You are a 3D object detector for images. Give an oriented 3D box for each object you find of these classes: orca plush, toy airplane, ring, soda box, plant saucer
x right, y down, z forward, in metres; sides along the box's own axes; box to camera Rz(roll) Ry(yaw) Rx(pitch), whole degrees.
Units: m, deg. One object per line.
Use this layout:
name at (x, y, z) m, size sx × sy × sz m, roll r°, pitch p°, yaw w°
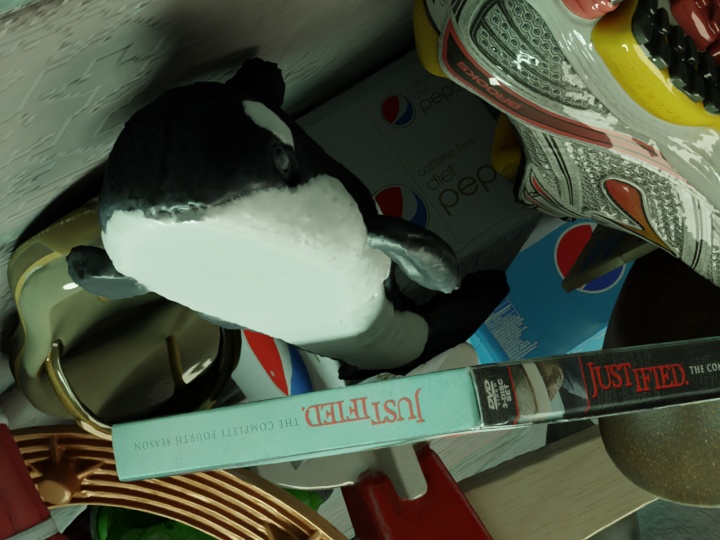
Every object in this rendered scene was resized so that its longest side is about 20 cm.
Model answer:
orca plush at (-0.013, -0.024, 0.802) m, size 0.105 × 0.071 × 0.200 m, roll -7°, pitch 164°, yaw 33°
toy airplane at (0.025, 0.126, 1.141) m, size 0.141 × 0.199 × 0.200 m, roll 138°, pitch -31°, yaw -73°
ring at (-0.075, 0.132, 1.032) m, size 0.200 × 0.200 × 0.019 m, roll -44°, pitch -165°, yaw 43°
soda box at (0.000, 0.000, 0.987) m, size 0.064 × 0.068 × 0.200 m, roll -32°, pitch 169°, yaw -20°
soda box at (0.127, -0.014, 1.355) m, size 0.200 × 0.064 × 0.068 m, roll -32°, pitch 170°, yaw -16°
plant saucer at (0.164, 0.000, 1.069) m, size 0.200 × 0.037 × 0.201 m, roll -30°, pitch -151°, yaw 18°

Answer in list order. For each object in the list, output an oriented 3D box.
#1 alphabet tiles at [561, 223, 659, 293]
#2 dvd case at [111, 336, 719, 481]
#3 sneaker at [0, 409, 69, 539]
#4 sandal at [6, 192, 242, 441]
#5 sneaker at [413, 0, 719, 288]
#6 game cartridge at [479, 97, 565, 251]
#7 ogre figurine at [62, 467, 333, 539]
alphabet tiles at (0.176, -0.076, 1.116) m, size 0.200 × 0.008 × 0.167 m, roll -30°, pitch -163°, yaw 43°
dvd case at (0.042, 0.040, 0.911) m, size 0.146 × 0.022 × 0.200 m, roll -11°, pitch 177°, yaw 41°
sneaker at (-0.150, 0.126, 0.956) m, size 0.071 × 0.113 × 0.200 m, roll -25°, pitch 166°, yaw -41°
sandal at (-0.066, 0.021, 0.905) m, size 0.080 × 0.054 × 0.200 m, roll -34°, pitch 170°, yaw -9°
sneaker at (0.087, -0.046, 0.887) m, size 0.082 × 0.078 × 0.200 m, roll -16°, pitch 140°, yaw 29°
game cartridge at (0.065, -0.045, 1.093) m, size 0.133 × 0.042 × 0.200 m, roll -35°, pitch 171°, yaw -26°
ogre figurine at (-0.089, 0.118, 1.202) m, size 0.199 × 0.099 × 0.120 m, roll -12°, pitch 178°, yaw -29°
